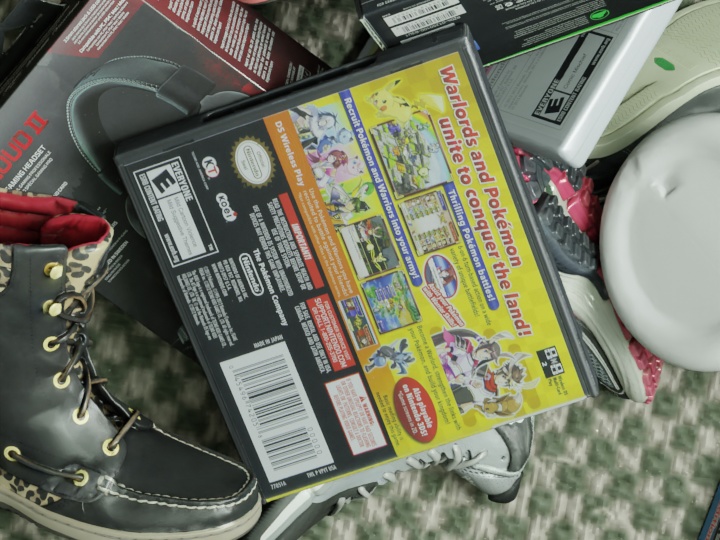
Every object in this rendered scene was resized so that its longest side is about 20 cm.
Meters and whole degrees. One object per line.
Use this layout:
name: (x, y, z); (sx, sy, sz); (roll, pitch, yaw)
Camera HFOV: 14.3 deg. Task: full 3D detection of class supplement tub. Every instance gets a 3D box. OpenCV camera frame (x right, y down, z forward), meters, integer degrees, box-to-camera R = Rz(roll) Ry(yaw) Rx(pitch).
supplement tub: (0.231, -0.015, 1.494); (0.200, 0.132, 0.132); (-2, 93, -46)

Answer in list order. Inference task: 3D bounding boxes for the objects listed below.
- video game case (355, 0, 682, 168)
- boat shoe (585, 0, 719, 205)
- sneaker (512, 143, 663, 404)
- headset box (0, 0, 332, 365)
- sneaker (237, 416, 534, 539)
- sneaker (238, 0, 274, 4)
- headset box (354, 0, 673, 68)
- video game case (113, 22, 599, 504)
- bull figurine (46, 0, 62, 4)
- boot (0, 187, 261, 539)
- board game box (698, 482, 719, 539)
video game case: (0.101, -0.159, 1.468); (0.022, 0.182, 0.200); (37, 81, -39)
boat shoe: (0.182, -0.096, 1.561); (0.200, 0.072, 0.068); (-27, 138, -21)
sneaker: (0.105, -0.002, 1.514); (0.200, 0.075, 0.081); (51, 38, -38)
headset box: (-0.099, -0.064, 1.430); (0.200, 0.077, 0.149); (36, 116, -16)
sneaker: (0.026, 0.102, 1.509); (0.115, 0.075, 0.200); (43, 80, -16)
sneaker: (-0.070, -0.208, 1.402); (0.074, 0.200, 0.087); (-28, 127, -13)
headset box: (0.071, -0.217, 1.394); (0.174, 0.093, 0.200); (-19, 66, 12)
video game case: (0.000, 0.000, 1.397); (0.180, 0.026, 0.200); (-18, 112, 9)
bull figurine: (-0.183, -0.218, 1.417); (0.200, 0.121, 0.065); (48, 43, -6)
boot: (-0.139, 0.048, 1.403); (0.199, 0.073, 0.151); (16, 118, 14)
board game box: (0.290, 0.165, 1.602); (0.200, 0.047, 0.151); (22, 86, -16)
